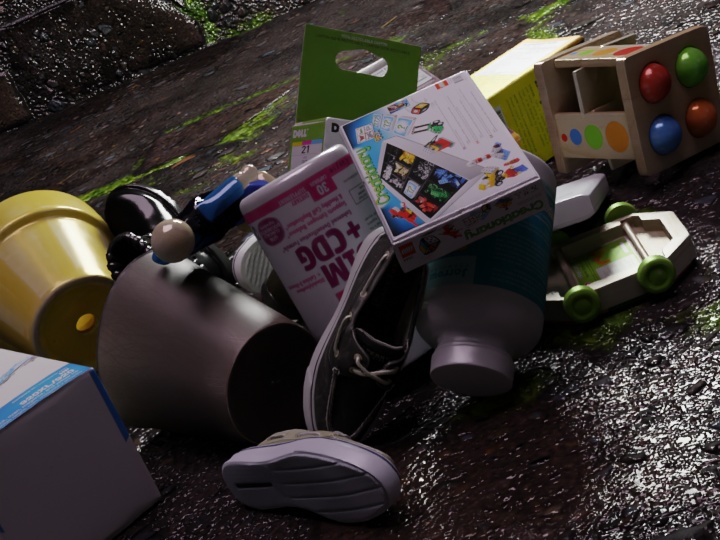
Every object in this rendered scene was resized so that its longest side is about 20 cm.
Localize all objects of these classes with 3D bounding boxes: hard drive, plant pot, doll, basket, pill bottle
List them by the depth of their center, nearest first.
[{"bbox_3d":[0.106,0.002,1.136,0.110,0.111,0.201,-10,58,34],"label":"pill bottle"},{"bbox_3d":[-0.015,-0.003,1.213,0.113,0.201,0.113,-30,6,3],"label":"pill bottle"},{"bbox_3d":[-0.139,0.086,1.251,0.135,0.182,0.199,-1,11,-42],"label":"basket"},{"bbox_3d":[-0.139,-0.051,1.256,0.136,0.049,0.200,-41,-3,26],"label":"doll"},{"bbox_3d":[0.175,-0.056,1.320,0.131,0.026,0.200,-19,4,17],"label":"hard drive"},{"bbox_3d":[-0.361,0.029,1.600,0.200,0.202,0.189,-31,37,-18],"label":"plant pot"}]

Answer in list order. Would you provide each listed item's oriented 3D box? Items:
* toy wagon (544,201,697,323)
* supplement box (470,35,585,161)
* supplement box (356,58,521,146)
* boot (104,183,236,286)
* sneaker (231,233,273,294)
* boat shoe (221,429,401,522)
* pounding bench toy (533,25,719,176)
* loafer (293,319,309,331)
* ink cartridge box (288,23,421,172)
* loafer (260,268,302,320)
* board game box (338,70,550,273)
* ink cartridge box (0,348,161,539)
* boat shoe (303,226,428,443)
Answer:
[{"bbox_3d":[0.200,0.002,1.213,0.199,0.040,0.155,-23,20,7],"label":"toy wagon"},{"bbox_3d":[0.182,-0.187,1.595,0.200,0.110,0.109,-35,23,-23],"label":"supplement box"},{"bbox_3d":[0.075,-0.138,1.467,0.085,0.111,0.200,-33,55,-26],"label":"supplement box"},{"bbox_3d":[-0.256,-0.029,1.557,0.211,0.080,0.158,36,21,21],"label":"boot"},{"bbox_3d":[-0.092,-0.028,1.568,0.079,0.079,0.200,1,21,41],"label":"sneaker"},{"bbox_3d":[-0.035,0.153,1.065,0.199,0.072,0.062,-5,30,48],"label":"boat shoe"},{"bbox_3d":[0.320,-0.193,1.425,0.199,0.125,0.156,-25,18,-29],"label":"pounding bench toy"},{"bbox_3d":[-0.046,0.023,1.381,0.070,0.070,0.200,-39,9,30],"label":"loafer"},{"bbox_3d":[0.011,-0.140,1.334,0.147,0.202,0.076,5,-1,-29],"label":"ink cartridge box"},{"bbox_3d":[0.000,0.000,1.318,0.199,0.070,0.075,-12,51,-32],"label":"loafer"},{"bbox_3d":[0.063,-0.088,1.101,0.126,0.035,0.200,-24,36,1],"label":"board game box"},{"bbox_3d":[-0.312,0.176,1.216,0.144,0.148,0.199,-37,24,-31],"label":"ink cartridge box"},{"bbox_3d":[0.005,0.063,1.100,0.070,0.201,0.064,13,9,-18],"label":"boat shoe"}]
